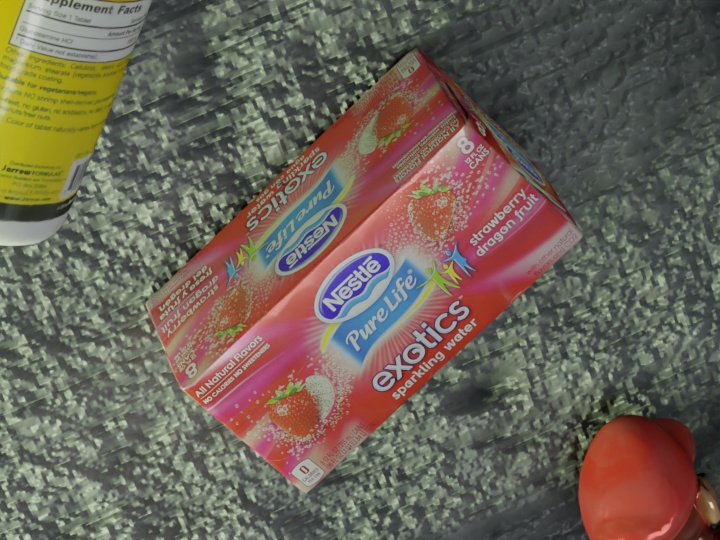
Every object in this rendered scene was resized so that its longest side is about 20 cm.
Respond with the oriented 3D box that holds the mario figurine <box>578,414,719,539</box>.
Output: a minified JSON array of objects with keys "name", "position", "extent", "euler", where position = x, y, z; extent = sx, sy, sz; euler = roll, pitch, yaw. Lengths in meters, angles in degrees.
[{"name":"mario figurine","position":[0.196,0.152,1.654],"extent":[0.123,0.106,0.200],"euler":[-40,115,-7]}]

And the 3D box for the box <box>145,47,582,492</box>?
[{"name":"box","position":[0.000,0.000,1.492],"extent":[0.200,0.096,0.100],"euler":[-43,121,9]}]

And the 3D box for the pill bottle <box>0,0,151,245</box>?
[{"name":"pill bottle","position":[-0.158,-0.122,1.362],"extent":[0.112,0.113,0.201],"euler":[14,113,-24]}]
